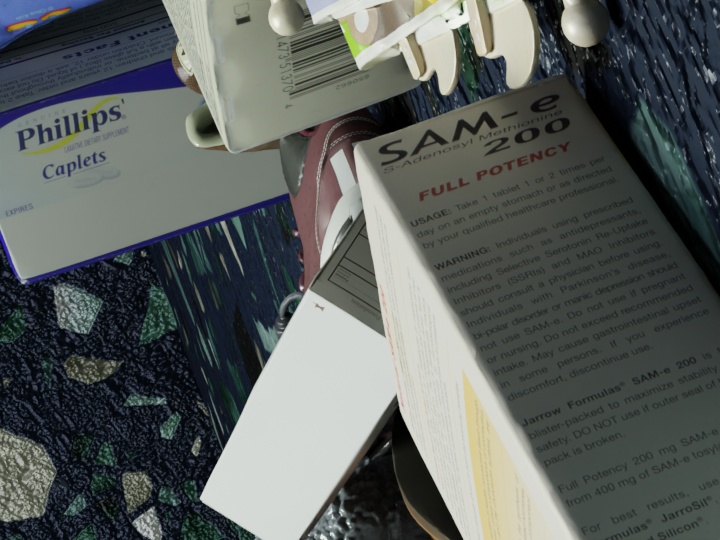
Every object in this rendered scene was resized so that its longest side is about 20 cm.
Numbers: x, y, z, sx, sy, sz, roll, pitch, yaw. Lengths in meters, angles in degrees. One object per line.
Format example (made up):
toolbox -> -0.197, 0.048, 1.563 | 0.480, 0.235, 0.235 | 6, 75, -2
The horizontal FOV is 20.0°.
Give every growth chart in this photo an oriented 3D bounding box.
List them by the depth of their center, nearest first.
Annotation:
growth chart -> 0.002, -0.125, 0.627 | 0.200, 0.018, 0.146 | 9, 117, 60

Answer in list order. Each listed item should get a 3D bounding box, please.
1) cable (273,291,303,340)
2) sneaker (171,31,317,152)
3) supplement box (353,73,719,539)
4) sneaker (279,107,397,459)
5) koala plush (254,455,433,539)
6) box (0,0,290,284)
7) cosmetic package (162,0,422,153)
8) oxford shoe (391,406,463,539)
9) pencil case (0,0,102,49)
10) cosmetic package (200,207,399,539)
cable -> -0.003, 0.119, 1.237 | 0.164, 0.051, 0.200 | 81, 166, -49
sneaker -> -0.052, -0.111, 0.961 | 0.200, 0.075, 0.071 | 87, 162, -62
supplement box -> 0.071, 0.058, 0.576 | 0.126, 0.073, 0.200 | 80, 167, -47
sneaker -> 0.000, 0.000, 0.938 | 0.201, 0.075, 0.116 | 98, 158, -49
koala plush -> 0.001, 0.163, 0.973 | 0.200, 0.176, 0.185 | -148, 51, -77
box -> -0.139, -0.101, 1.166 | 0.200, 0.183, 0.105 | -124, 18, -60
cosmetic package -> -0.050, -0.162, 0.808 | 0.104, 0.087, 0.201 | 85, 162, -60
oxford shoe -> 0.064, 0.102, 0.738 | 0.072, 0.071, 0.200 | 68, 174, -34
pencil case -> -0.156, -0.176, 1.096 | 0.078, 0.199, 0.087 | 52, -163, -90
cosmetic package -> -0.005, 0.035, 0.789 | 0.051, 0.083, 0.200 | 34, 150, 3
